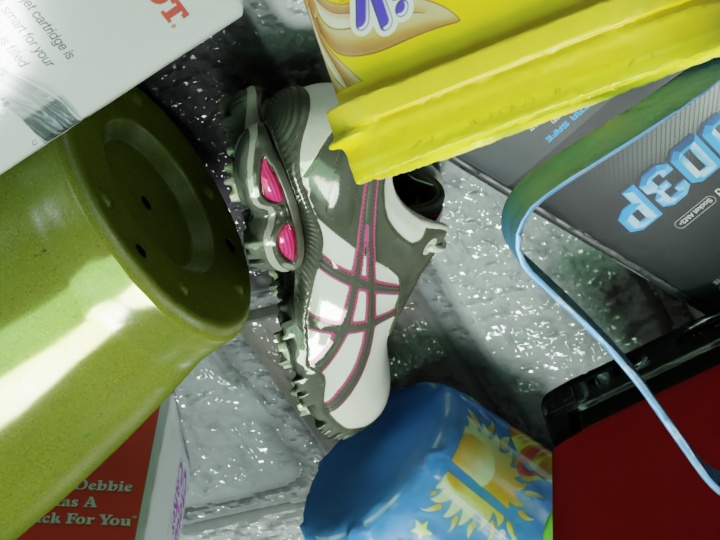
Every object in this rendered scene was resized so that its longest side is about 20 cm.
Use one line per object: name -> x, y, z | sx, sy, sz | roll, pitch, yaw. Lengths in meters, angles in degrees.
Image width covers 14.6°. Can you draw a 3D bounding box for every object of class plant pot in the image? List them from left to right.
plant pot -> -0.156, 0.016, 1.167 | 0.193, 0.200, 0.200 | -30, 126, 20

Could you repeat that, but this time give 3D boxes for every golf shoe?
golf shoe -> 0.000, 0.000, 1.198 | 0.088, 0.077, 0.200 | -12, 139, 2

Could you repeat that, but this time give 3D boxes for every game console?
game console -> 0.185, 0.068, 1.155 | 0.200, 0.119, 0.172 | -27, 159, 28

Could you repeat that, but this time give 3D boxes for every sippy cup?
sippy cup -> 0.048, 0.124, 1.285 | 0.178, 0.140, 0.130 | -35, 114, 27

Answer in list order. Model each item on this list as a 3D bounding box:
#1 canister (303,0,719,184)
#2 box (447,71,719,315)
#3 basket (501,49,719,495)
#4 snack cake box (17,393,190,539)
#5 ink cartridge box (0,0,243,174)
canister -> 0.033, -0.147, 0.951 | 0.148, 0.087, 0.200 | -20, 89, 27
box -> 0.149, -0.078, 1.110 | 0.159, 0.046, 0.200 | 30, 133, -23
basket -> 0.171, -0.021, 1.017 | 0.200, 0.139, 0.176 | -39, 126, 4
snack cake box -> -0.188, 0.118, 1.319 | 0.200, 0.115, 0.067 | 1, 137, 8
ink cartridge box -> -0.165, -0.110, 1.047 | 0.200, 0.083, 0.147 | -32, 128, 5
